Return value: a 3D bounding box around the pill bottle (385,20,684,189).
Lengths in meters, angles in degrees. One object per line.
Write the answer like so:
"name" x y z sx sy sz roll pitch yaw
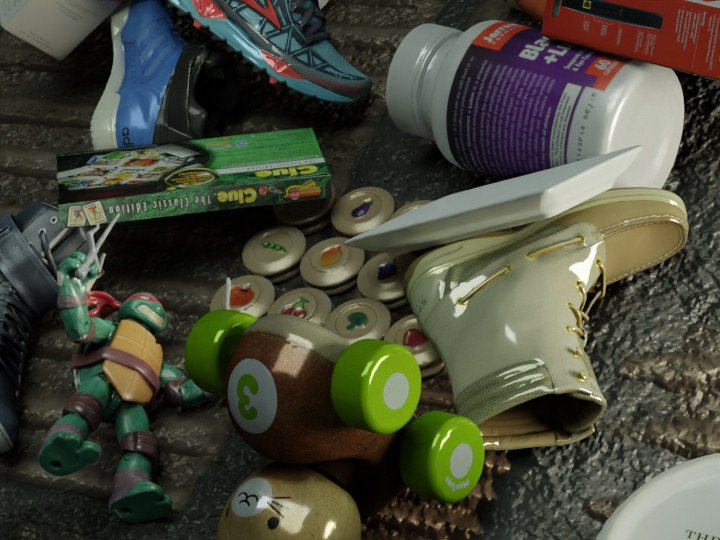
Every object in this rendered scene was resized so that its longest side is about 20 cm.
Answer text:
"pill bottle" 0.120 -0.116 1.485 0.199 0.112 0.112 19 56 34

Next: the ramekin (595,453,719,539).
"ramekin" 0.214 0.192 1.159 0.200 0.095 0.204 -11 45 11

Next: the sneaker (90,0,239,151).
"sneaker" -0.144 -0.165 1.657 0.110 0.077 0.201 -8 46 17

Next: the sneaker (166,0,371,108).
"sneaker" -0.066 -0.203 1.600 0.199 0.079 0.096 35 102 2

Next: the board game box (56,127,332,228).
"board game box" -0.125 -0.070 1.539 0.198 0.024 0.105 -6 22 -6

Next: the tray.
"tray" 0.089 -0.042 1.396 0.107 0.022 0.199 -26 8 -41

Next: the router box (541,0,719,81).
"router box" 0.255 -0.176 1.461 0.178 0.049 0.199 20 20 35

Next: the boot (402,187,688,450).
"boot" 0.140 0.033 1.362 0.198 0.072 0.155 -17 47 -3

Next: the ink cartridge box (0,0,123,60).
"ink cartridge box" -0.208 -0.280 1.671 0.200 0.067 0.118 -40 43 24

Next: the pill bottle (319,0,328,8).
"pill bottle" -0.118 -0.283 1.736 0.199 0.116 0.116 19 56 34

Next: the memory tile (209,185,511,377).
"memory tile" 0.000 0.000 1.485 0.198 0.017 0.154 12 52 30

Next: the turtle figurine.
"turtle figurine" -0.155 0.066 1.424 0.149 0.101 0.201 23 48 -14

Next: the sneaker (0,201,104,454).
"sneaker" -0.245 0.033 1.500 0.145 0.077 0.203 -30 43 -6

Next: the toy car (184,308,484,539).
"toy car" -0.050 0.144 1.279 0.163 0.158 0.201 9 62 43

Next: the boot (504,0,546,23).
"boot" 0.211 -0.256 1.625 0.200 0.075 0.107 -41 49 -9
